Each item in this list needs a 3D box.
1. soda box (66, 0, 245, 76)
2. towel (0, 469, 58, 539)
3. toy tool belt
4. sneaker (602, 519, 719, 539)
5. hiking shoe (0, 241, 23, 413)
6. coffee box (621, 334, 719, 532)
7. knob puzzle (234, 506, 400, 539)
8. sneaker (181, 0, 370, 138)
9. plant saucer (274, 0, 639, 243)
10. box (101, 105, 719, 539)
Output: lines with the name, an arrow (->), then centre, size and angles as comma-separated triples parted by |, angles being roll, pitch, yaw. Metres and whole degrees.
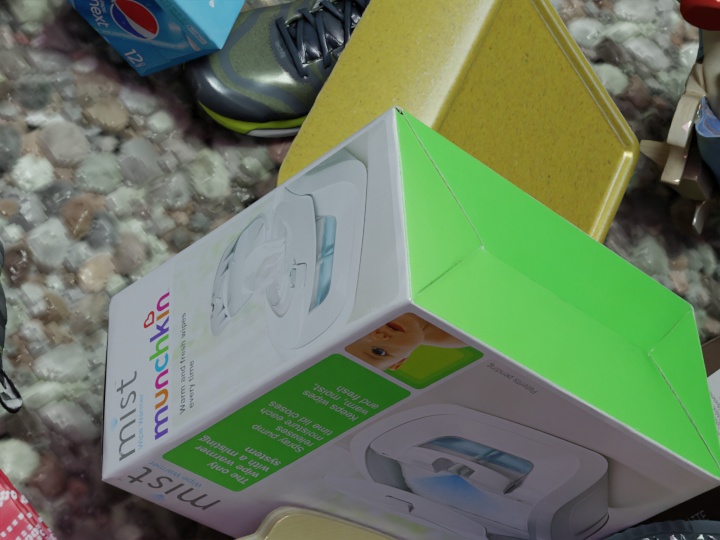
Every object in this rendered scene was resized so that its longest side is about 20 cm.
soda box -> -0.077, -0.201, 0.905 | 0.068, 0.064, 0.201 | 45, 52, -33
towel -> -0.156, 0.196, 0.755 | 0.144, 0.023, 0.200 | -38, 82, -26
toy tool belt -> 0.206, -0.074, 0.902 | 0.200, 0.124, 0.124 | 37, 62, -50
sneaker -> 0.093, 0.165, 0.750 | 0.199, 0.079, 0.066 | -19, 62, -19
hiking shoe -> -0.248, 0.033, 0.767 | 0.198, 0.076, 0.101 | -8, 66, -20
coffee box -> 0.217, 0.061, 0.872 | 0.199, 0.114, 0.080 | -25, 76, -25
knob puzzle -> -0.028, 0.191, 0.744 | 0.218, 0.030, 0.222 | -7, 105, -26
sneaker -> 0.000, -0.130, 0.908 | 0.199, 0.081, 0.074 | -21, 74, -23
plant saucer -> 0.066, -0.051, 0.849 | 0.200, 0.048, 0.201 | 50, 54, -37
box -> 0.021, 0.048, 0.738 | 0.199, 0.176, 0.097 | 31, 42, -37
